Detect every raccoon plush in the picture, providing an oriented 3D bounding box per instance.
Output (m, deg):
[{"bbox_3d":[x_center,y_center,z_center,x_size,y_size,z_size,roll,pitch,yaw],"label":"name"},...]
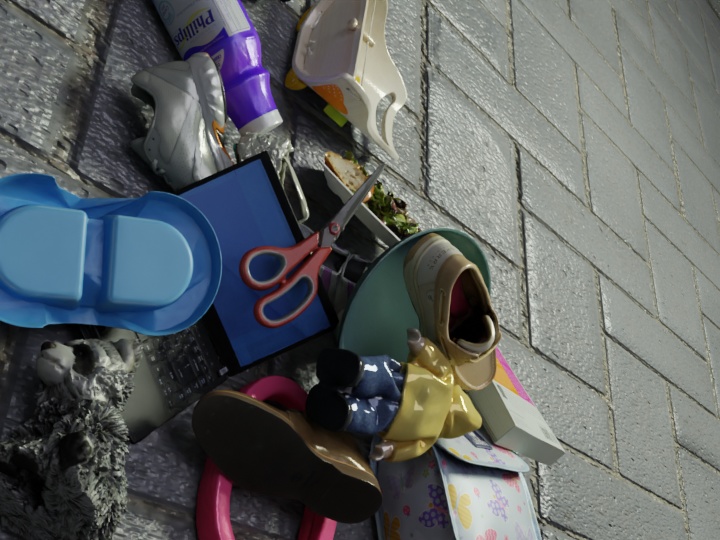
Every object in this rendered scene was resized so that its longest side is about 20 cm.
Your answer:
[{"bbox_3d":[-0.201,0.148,0.638,0.135,0.095,0.203,-66,153,-58],"label":"raccoon plush"}]

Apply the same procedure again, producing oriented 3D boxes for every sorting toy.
[{"bbox_3d":[0.004,-0.233,1.056,0.180,0.105,0.203,43,42,-39],"label":"sorting toy"}]

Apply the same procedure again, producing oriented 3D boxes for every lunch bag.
[{"bbox_3d":[0.103,0.244,0.908,0.168,0.126,0.203,23,46,-44],"label":"lunch bag"}]

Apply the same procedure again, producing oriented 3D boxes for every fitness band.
[{"bbox_3d":[-0.078,0.195,0.777,0.143,0.037,0.203,40,44,-32],"label":"fitness band"}]

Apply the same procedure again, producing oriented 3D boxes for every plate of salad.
[{"bbox_3d":[0.028,-0.066,0.957,0.200,0.048,0.200,43,5,-4],"label":"plate of salad"}]

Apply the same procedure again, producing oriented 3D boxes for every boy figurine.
[{"bbox_3d":[0.044,0.118,0.800,0.198,0.064,0.127,15,87,-44],"label":"boy figurine"}]

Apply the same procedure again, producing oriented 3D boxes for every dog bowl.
[{"bbox_3d":[-0.208,-0.008,0.659,0.197,0.049,0.114,6,80,-29],"label":"dog bowl"}]

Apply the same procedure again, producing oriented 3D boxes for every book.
[{"bbox_3d":[0.162,0.133,1.029,0.133,0.048,0.201,31,22,-45],"label":"book"}]

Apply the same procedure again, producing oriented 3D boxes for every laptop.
[{"bbox_3d":[-0.137,0.016,0.731,0.199,0.102,0.180,-32,101,-55],"label":"laptop"}]

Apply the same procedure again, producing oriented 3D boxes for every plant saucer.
[{"bbox_3d":[0.048,0.047,0.845,0.198,0.036,0.203,-19,123,-32],"label":"plant saucer"}]

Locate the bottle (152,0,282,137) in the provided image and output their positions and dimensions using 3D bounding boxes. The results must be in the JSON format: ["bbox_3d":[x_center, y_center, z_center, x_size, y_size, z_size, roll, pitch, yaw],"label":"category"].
[{"bbox_3d":[-0.146,-0.233,0.872,0.065,0.083,0.203,-36,101,-53],"label":"bottle"}]

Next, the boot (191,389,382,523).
[{"bbox_3d":[-0.067,0.152,0.752,0.199,0.074,0.076,36,20,-28],"label":"boot"}]

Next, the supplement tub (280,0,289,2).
[{"bbox_3d":[-0.137,-0.392,0.947,0.199,0.106,0.109,36,47,-36],"label":"supplement tub"}]

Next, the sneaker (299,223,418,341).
[{"bbox_3d":[0.000,0.000,0.886,0.200,0.139,0.078,46,42,-26],"label":"sneaker"}]

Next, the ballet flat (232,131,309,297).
[{"bbox_3d":[-0.079,-0.034,0.822,0.071,0.071,0.204,-16,101,-53],"label":"ballet flat"}]

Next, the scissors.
[{"bbox_3d":[-0.030,-0.024,0.787,0.199,0.014,0.074,-37,100,-29],"label":"scissors"}]

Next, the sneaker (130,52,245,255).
[{"bbox_3d":[-0.167,-0.098,0.803,0.090,0.075,0.204,-12,94,-21],"label":"sneaker"}]

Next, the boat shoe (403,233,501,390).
[{"bbox_3d":[0.099,0.056,0.819,0.074,0.069,0.201,-42,132,-16],"label":"boat shoe"}]
